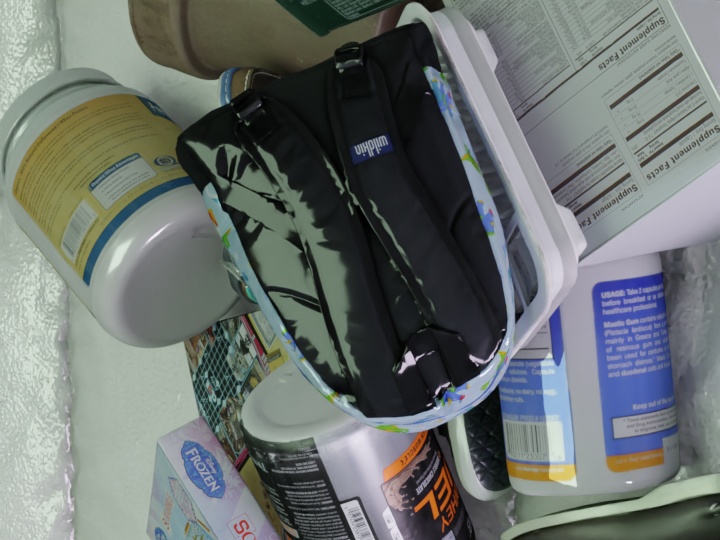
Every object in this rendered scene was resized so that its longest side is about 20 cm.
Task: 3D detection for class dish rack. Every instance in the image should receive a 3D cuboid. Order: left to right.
[{"bbox_3d":[0.071,-0.051,1.279,0.172,0.043,0.200,116,132,-67],"label":"dish rack"}]

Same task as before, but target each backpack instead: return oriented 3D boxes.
[{"bbox_3d":[0.011,-0.008,1.202,0.200,0.163,0.154,61,176,22],"label":"backpack"}]

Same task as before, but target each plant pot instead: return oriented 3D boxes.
[{"bbox_3d":[-0.035,-0.206,1.467,0.174,0.200,0.201,25,114,21],"label":"plant pot"}]

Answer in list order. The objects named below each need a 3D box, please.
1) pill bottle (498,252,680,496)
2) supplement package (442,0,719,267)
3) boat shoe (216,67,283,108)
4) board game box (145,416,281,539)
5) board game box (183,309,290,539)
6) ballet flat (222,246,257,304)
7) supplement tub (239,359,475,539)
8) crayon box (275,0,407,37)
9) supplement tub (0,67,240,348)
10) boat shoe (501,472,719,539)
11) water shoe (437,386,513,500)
[{"bbox_3d":[0.140,0.037,1.369,0.112,0.112,0.201,-3,94,45],"label":"pill bottle"},{"bbox_3d":[0.176,-0.130,1.278,0.151,0.152,0.200,-38,70,42],"label":"supplement package"},{"bbox_3d":[-0.013,-0.090,1.456,0.072,0.200,0.072,-19,58,35],"label":"boat shoe"},{"bbox_3d":[-0.087,0.230,1.565,0.200,0.041,0.200,56,159,17],"label":"board game box"},{"bbox_3d":[-0.064,0.130,1.637,0.135,0.035,0.201,-15,86,45],"label":"board game box"},{"bbox_3d":[-0.042,-0.070,1.552,0.073,0.073,0.200,39,105,34],"label":"ballet flat"},{"bbox_3d":[0.005,0.159,1.475,0.122,0.122,0.200,7,130,44],"label":"supplement tub"},{"bbox_3d":[0.025,-0.254,1.344,0.127,0.051,0.200,-16,47,47],"label":"crayon box"},{"bbox_3d":[-0.183,-0.052,1.643,0.200,0.144,0.145,46,126,35],"label":"supplement tub"},{"bbox_3d":[0.175,0.176,1.384,0.201,0.072,0.061,-21,78,42],"label":"boat shoe"},{"bbox_3d":[0.069,0.061,1.481,0.079,0.071,0.201,-23,71,54],"label":"water shoe"}]
